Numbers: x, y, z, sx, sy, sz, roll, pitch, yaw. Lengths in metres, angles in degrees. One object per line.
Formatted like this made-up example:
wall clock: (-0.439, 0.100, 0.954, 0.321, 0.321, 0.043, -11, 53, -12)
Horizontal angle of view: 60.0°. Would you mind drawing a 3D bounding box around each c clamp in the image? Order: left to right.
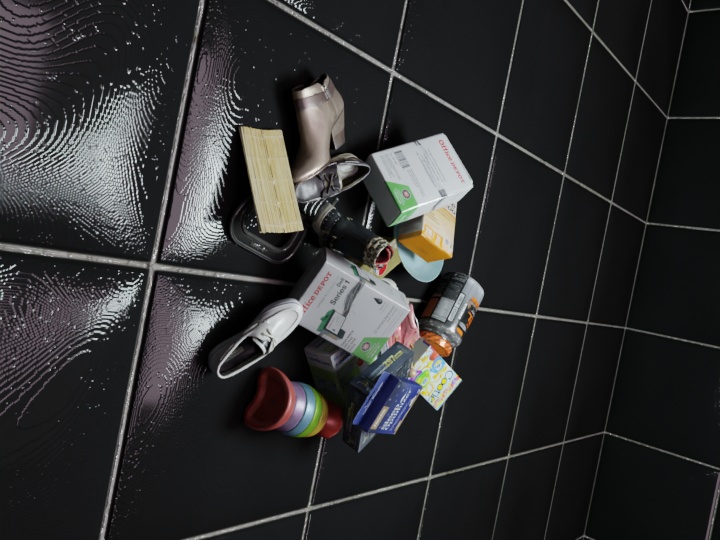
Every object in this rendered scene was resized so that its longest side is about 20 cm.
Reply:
c clamp: (-0.152, -0.099, 1.179, 0.200, 0.027, 0.171, 23, 99, -48)

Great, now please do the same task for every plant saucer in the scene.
plant saucer: (0.130, -0.069, 1.497, 0.201, 0.039, 0.201, 16, 69, -48)

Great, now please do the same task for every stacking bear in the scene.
stacking bear: (-0.114, 0.284, 1.255, 0.200, 0.114, 0.122, 31, 75, -45)

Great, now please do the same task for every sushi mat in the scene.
sushi mat: (-0.160, -0.162, 1.119, 0.096, 0.012, 0.200, -4, 78, -46)

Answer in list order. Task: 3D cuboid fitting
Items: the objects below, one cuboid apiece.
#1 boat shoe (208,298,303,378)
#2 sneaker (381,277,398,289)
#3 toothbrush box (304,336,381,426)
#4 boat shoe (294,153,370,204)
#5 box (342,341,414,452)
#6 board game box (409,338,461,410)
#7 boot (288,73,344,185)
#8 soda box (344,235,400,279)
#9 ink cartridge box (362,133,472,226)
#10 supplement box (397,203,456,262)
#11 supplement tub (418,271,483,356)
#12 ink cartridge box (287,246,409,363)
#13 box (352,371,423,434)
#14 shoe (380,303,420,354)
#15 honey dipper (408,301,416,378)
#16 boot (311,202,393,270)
boat shoe: (-0.184, 0.125, 1.133, 0.200, 0.066, 0.072, -31, 116, -15)
sneaker: (0.034, 0.114, 1.445, 0.085, 0.077, 0.200, -5, 103, -28)
toothbrush box: (-0.026, 0.221, 1.374, 0.146, 0.086, 0.200, -36, 123, -39)
boat shoe: (-0.061, -0.183, 1.248, 0.200, 0.065, 0.072, -29, 124, -38)
box: (0.035, 0.265, 1.304, 0.158, 0.051, 0.200, -37, 147, -38)
board game box: (0.150, 0.245, 1.552, 0.103, 0.105, 0.200, -49, 135, -7)
boot: (-0.096, -0.274, 1.184, 0.200, 0.070, 0.146, -54, 138, -39)
soda box: (0.000, 0.000, 1.363, 0.200, 0.068, 0.064, -41, 128, -36)
ink cartridge box: (0.122, -0.198, 1.356, 0.200, 0.084, 0.146, -21, 77, -27)
supplement box: (0.161, -0.137, 1.463, 0.126, 0.073, 0.200, 32, 57, -41)
supplement tub: (0.227, 0.114, 1.614, 0.200, 0.122, 0.123, -59, 136, -21)
ink cartridge box: (-0.028, 0.069, 1.231, 0.200, 0.084, 0.146, 30, 106, -16)
box: (0.059, 0.272, 1.261, 0.121, 0.032, 0.200, -58, 153, -1)
shoe: (0.092, 0.170, 1.393, 0.071, 0.091, 0.200, -78, 157, -72)
honey dipper: (0.111, 0.161, 1.474, 0.038, 0.038, 0.200, 39, 35, -47)
boot: (-0.008, -0.047, 1.237, 0.074, 0.154, 0.204, -54, 163, -7)
